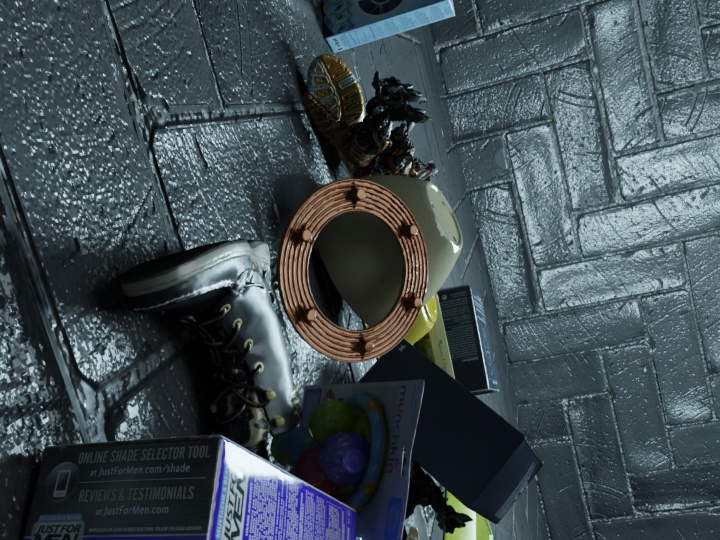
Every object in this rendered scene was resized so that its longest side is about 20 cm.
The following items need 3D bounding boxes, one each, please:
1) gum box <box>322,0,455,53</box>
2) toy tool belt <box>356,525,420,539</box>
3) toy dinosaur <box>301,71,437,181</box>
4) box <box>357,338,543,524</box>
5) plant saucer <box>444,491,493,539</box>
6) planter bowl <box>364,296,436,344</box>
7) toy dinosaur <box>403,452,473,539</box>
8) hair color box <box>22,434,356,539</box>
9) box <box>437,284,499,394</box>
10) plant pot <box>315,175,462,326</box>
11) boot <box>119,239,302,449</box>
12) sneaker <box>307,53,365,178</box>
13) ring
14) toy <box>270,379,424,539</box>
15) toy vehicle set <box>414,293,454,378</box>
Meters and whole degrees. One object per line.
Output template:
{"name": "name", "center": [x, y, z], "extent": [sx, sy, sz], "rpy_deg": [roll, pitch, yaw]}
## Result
{"name": "gum box", "center": [0.037, -0.448, 1.186], "extent": [0.045, 0.199, 0.170], "rpy_deg": [46, 34, -62]}
{"name": "toy tool belt", "center": [0.009, 0.272, 0.651], "extent": [0.200, 0.123, 0.125], "rpy_deg": [-29, 140, -75]}
{"name": "toy dinosaur", "center": [0.020, -0.173, 0.980], "extent": [0.200, 0.136, 0.102], "rpy_deg": [12, 37, -40]}
{"name": "box", "center": [0.109, 0.201, 0.939], "extent": [0.200, 0.104, 0.182], "rpy_deg": [37, -7, 30]}
{"name": "plant saucer", "center": [0.199, 0.480, 1.343], "extent": [0.200, 0.048, 0.200], "rpy_deg": [-75, 149, -58]}
{"name": "planter bowl", "center": [0.064, 0.041, 1.128], "extent": [0.200, 0.083, 0.201], "rpy_deg": [-12, 90, -75]}
{"name": "toy dinosaur", "center": [0.052, 0.277, 0.935], "extent": [0.200, 0.102, 0.136], "rpy_deg": [19, 35, -56]}
{"name": "hair color box", "center": [-0.085, 0.155, 0.448], "extent": [0.200, 0.109, 0.065], "rpy_deg": [54, 33, -55]}
{"name": "box", "center": [0.190, 0.143, 1.458], "extent": [0.148, 0.107, 0.201], "rpy_deg": [32, 47, -70]}
{"name": "plant pot", "center": [0.049, -0.042, 0.954], "extent": [0.200, 0.134, 0.201], "rpy_deg": [48, 26, -33]}
{"name": "boot", "center": [-0.099, 0.056, 0.556], "extent": [0.200, 0.073, 0.151], "rpy_deg": [-25, 102, -83]}
{"name": "sneaker", "center": [-0.027, -0.210, 1.053], "extent": [0.200, 0.076, 0.088], "rpy_deg": [65, -3, -32]}
{"name": "ring", "center": [0.000, 0.000, 0.818], "extent": [0.200, 0.019, 0.201], "rpy_deg": [0, 90, -37]}
{"name": "toy", "center": [-0.027, 0.142, 0.595], "extent": [0.200, 0.047, 0.115], "rpy_deg": [-21, -124, 62]}
{"name": "toy vehicle set", "center": [0.117, 0.139, 1.250], "extent": [0.124, 0.026, 0.201], "rpy_deg": [166, -88, -79]}
